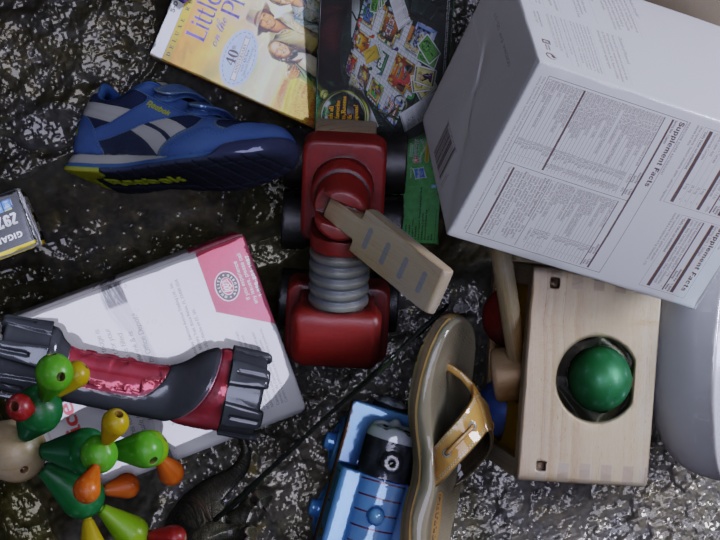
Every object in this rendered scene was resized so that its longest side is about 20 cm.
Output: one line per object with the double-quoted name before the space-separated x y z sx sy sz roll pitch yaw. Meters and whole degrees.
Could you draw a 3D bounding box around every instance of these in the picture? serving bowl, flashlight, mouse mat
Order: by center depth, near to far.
"flashlight" -0.166 0.073 1.477 0.198 0.068 0.068 13 64 -7
"mouse mat" -0.019 0.104 1.504 0.200 0.161 0.008 -43 88 22
"serving bowl" 0.258 0.060 1.568 0.065 0.200 0.202 3 92 18

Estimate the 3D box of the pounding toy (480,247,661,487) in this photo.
"pounding toy" 0.142 0.061 1.535 0.141 0.200 0.186 4 92 -7

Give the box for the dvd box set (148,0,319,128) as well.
"dvd box set" -0.047 -0.194 1.583 0.198 0.029 0.147 24 89 -9

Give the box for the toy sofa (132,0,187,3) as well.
"toy sofa" -0.145 -0.304 1.539 0.097 0.083 0.202 18 90 -13

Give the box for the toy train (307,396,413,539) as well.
"toy train" 0.002 0.197 1.564 0.086 0.114 0.202 17 90 -9

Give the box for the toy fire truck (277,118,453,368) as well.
"toy fire truck" 0.000 0.000 1.489 0.127 0.200 0.178 4 112 0

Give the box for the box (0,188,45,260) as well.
"box" -0.332 -0.005 1.486 0.198 0.160 0.050 -21 96 -7

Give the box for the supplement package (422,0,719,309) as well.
"supplement package" 0.169 -0.097 1.432 0.198 0.152 0.151 16 123 -18

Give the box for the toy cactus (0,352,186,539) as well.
"toy cactus" -0.216 0.139 1.451 0.163 0.201 0.103 0 56 21

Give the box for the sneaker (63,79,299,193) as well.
"sneaker" -0.134 -0.105 1.517 0.198 0.074 0.083 2 74 29

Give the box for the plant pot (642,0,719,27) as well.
"plant pot" 0.232 -0.201 1.556 0.198 0.200 0.175 -24 111 -6

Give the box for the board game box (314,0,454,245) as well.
"board game box" 0.015 -0.119 1.560 0.104 0.024 0.202 3 112 -2

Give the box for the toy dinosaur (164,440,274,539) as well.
"toy dinosaur" -0.120 0.218 1.565 0.101 0.077 0.202 -7 79 25

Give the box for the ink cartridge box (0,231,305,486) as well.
"ink cartridge box" -0.161 0.072 1.551 0.198 0.085 0.147 -20 95 -8

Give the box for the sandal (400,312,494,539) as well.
"sandal" 0.070 0.134 1.512 0.054 0.080 0.202 5 87 27
